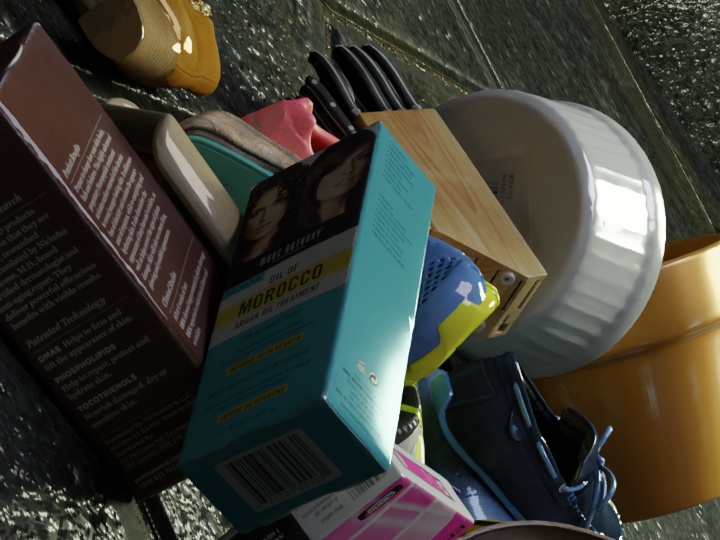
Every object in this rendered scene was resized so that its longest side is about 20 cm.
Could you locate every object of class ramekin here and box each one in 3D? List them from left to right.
[{"bbox_3d":[0.103,-0.030,1.514,0.098,0.200,0.201,18,43,-55],"label":"ramekin"}]

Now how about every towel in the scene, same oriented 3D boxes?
[{"bbox_3d":[0.073,0.158,1.346,0.112,0.048,0.201,30,34,-60],"label":"towel"}]

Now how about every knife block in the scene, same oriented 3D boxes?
[{"bbox_3d":[0.036,-0.066,1.467,0.199,0.064,0.176,27,40,-6],"label":"knife block"}]

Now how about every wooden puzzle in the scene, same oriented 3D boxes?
[{"bbox_3d":[-0.073,-0.005,1.142,0.185,0.037,0.200,55,-6,-15],"label":"wooden puzzle"}]

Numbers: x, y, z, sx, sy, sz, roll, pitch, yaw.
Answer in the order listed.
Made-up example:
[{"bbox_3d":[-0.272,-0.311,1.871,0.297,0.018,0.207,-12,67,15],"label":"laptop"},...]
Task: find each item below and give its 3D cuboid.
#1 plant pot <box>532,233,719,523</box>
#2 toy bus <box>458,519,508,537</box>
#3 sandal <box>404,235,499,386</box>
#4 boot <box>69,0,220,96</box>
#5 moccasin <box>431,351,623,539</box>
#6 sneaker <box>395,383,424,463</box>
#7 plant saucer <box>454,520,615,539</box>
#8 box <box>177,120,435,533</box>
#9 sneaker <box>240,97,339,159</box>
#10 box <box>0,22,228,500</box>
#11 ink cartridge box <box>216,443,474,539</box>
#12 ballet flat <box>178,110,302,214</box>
[{"bbox_3d":[0.207,0.087,1.650,0.200,0.199,0.184,-26,101,-74],"label":"plant pot"},{"bbox_3d":[0.112,0.237,1.231,0.065,0.078,0.201,-5,-64,61],"label":"toy bus"},{"bbox_3d":[0.000,0.000,1.111,0.087,0.079,0.200,53,-14,-23],"label":"sandal"},{"bbox_3d":[-0.152,-0.196,1.285,0.202,0.070,0.144,65,11,8],"label":"boot"},{"bbox_3d":[0.120,0.120,1.342,0.200,0.068,0.081,42,24,-45],"label":"moccasin"},{"bbox_3d":[0.000,0.082,1.259,0.200,0.075,0.077,-86,174,-68],"label":"sneaker"},{"bbox_3d":[0.102,0.217,1.070,0.199,0.032,0.201,13,50,-15],"label":"plant saucer"},{"bbox_3d":[-0.021,0.021,0.981,0.049,0.082,0.201,50,29,-27],"label":"box"},{"bbox_3d":[-0.013,-0.027,1.344,0.200,0.087,0.074,48,20,-34],"label":"sneaker"},{"bbox_3d":[-0.126,-0.004,0.999,0.200,0.075,0.100,56,17,-19],"label":"box"},{"bbox_3d":[-0.002,0.129,1.031,0.037,0.095,0.200,52,3,18],"label":"ink cartridge box"},{"bbox_3d":[-0.023,-0.033,1.263,0.200,0.068,0.067,36,22,-4],"label":"ballet flat"}]
